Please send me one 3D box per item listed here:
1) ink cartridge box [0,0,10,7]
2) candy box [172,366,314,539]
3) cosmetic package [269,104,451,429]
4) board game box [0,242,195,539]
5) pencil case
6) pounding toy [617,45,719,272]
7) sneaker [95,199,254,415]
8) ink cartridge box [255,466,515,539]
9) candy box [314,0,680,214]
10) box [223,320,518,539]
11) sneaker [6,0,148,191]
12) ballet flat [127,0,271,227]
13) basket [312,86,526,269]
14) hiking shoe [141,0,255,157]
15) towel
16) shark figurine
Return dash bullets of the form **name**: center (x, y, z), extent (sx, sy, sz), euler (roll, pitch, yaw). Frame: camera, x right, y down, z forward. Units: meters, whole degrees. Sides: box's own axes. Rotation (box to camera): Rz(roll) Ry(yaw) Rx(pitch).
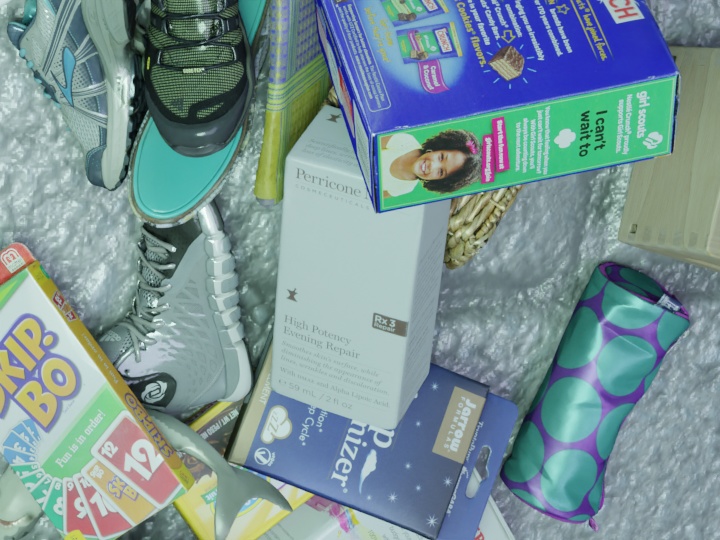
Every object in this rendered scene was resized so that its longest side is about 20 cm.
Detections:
- **ink cartridge box**: center (-0.227, -0.224, 1.205), extent (0.200, 0.145, 0.085), euler (-37, 124, -12)
- **candy box**: center (-0.055, 0.119, 1.507), extent (0.200, 0.026, 0.103), euler (-37, 105, -12)
- **cosmetic package**: center (0.000, 0.000, 1.371), extent (0.074, 0.101, 0.201), euler (-56, 157, -48)
- **board game box**: center (-0.205, 0.087, 1.352), extent (0.095, 0.030, 0.201), euler (-33, 94, 16)
- **pencil case**: center (0.189, 0.099, 1.624), extent (0.092, 0.085, 0.201), euler (25, 98, -7)
- **pounding toy**: center (0.305, -0.062, 1.612), extent (0.199, 0.142, 0.186), euler (15, 88, -37)
- **sneaker**: center (-0.144, 0.023, 1.404), extent (0.115, 0.075, 0.201), euler (-22, 121, -18)
- **ink cartridge box**: center (0.003, 0.213, 1.563), extent (0.199, 0.085, 0.145), euler (-36, 124, -12)
- **candy box**: center (0.084, -0.137, 1.302), extent (0.198, 0.170, 0.077), euler (-12, 139, -6)
- **box**: center (0.013, 0.117, 1.487), extent (0.199, 0.032, 0.122), euler (22, 81, -11)
- **sneaker**: center (-0.181, -0.143, 1.324), extent (0.086, 0.078, 0.201), euler (7, 128, 7)
- **ballet flat**: center (-0.100, -0.114, 1.352), extent (0.072, 0.072, 0.202), euler (30, 71, -36)
- **basket**: center (0.069, -0.122, 1.448), extent (0.149, 0.143, 0.201), euler (35, 83, -1)
- **hiking shoe**: center (-0.110, -0.173, 1.280), extent (0.075, 0.202, 0.101), euler (-5, 160, 10)
- **towel**: center (-0.039, -0.151, 1.374), extent (0.144, 0.023, 0.201), euler (-48, 146, -63)
- **shark figurine**: center (-0.158, 0.124, 1.422), extent (0.089, 0.213, 0.129), euler (-5, 90, -72)
